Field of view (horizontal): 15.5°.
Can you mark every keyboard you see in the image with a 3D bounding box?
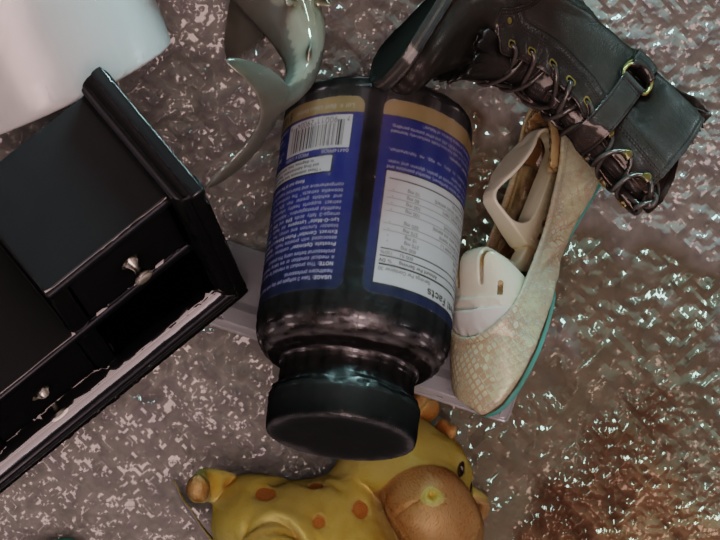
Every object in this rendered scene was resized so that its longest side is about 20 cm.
[{"bbox_3d":[0.001,0.034,1.560,0.199,0.011,0.056,18,58,8],"label":"keyboard"}]

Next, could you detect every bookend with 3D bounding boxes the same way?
[{"bbox_3d":[-0.175,0.013,1.462,0.199,0.200,0.092,-39,74,-8],"label":"bookend"}]

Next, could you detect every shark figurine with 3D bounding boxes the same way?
[{"bbox_3d":[-0.060,-0.136,1.513,0.128,0.215,0.090,7,137,-33],"label":"shark figurine"}]

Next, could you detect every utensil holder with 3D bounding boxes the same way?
[{"bbox_3d":[-0.213,-0.187,1.464,0.169,0.170,0.201,-24,103,0],"label":"utensil holder"}]

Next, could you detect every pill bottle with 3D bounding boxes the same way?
[{"bbox_3d":[0.000,0.000,1.502,0.111,0.112,0.201,10,70,-6],"label":"pill bottle"}]

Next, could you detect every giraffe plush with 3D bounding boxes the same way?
[{"bbox_3d":[0.005,0.157,1.567,0.162,0.173,0.200,-32,66,-9],"label":"giraffe plush"}]

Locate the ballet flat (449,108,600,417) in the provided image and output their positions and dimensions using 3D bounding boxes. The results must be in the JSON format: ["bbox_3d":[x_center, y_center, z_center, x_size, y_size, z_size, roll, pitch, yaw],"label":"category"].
[{"bbox_3d":[0.085,-0.011,1.536,0.062,0.067,0.201,40,59,-29],"label":"ballet flat"}]

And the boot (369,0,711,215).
[{"bbox_3d":[0.112,-0.102,1.501,0.174,0.200,0.069,49,135,-1],"label":"boot"}]

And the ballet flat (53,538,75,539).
[{"bbox_3d":[-0.239,0.234,1.585,0.200,0.070,0.067,-39,101,3],"label":"ballet flat"}]
